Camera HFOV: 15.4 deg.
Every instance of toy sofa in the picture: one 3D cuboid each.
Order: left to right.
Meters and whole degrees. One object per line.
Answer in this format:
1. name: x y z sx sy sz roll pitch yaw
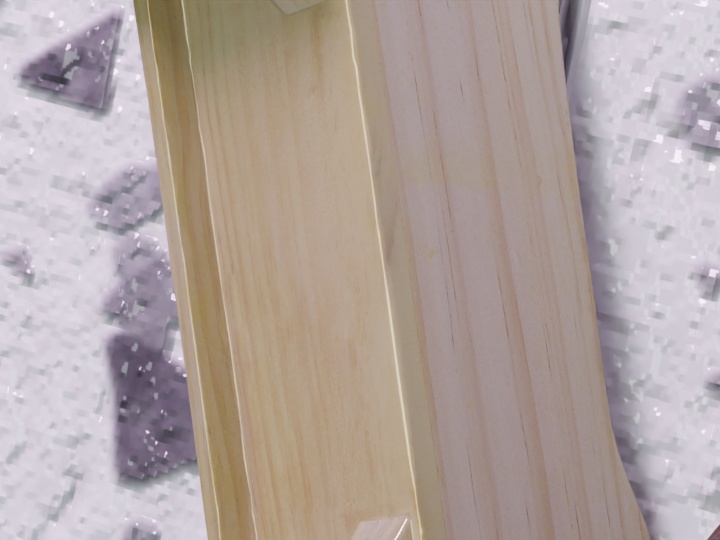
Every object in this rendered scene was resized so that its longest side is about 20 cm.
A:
1. toy sofa: 0.000 0.000 0.670 0.083 0.097 0.201 -14 83 53

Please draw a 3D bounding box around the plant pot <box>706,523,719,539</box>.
1. plant pot: 0.136 0.093 0.544 0.186 0.187 0.201 24 87 27
